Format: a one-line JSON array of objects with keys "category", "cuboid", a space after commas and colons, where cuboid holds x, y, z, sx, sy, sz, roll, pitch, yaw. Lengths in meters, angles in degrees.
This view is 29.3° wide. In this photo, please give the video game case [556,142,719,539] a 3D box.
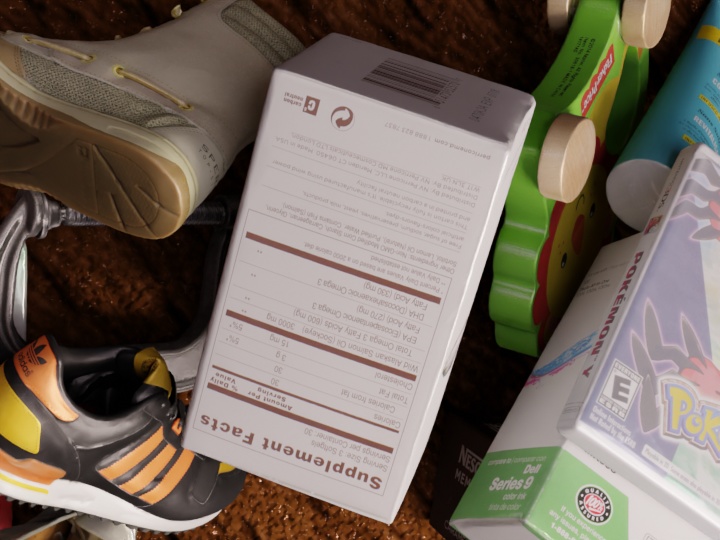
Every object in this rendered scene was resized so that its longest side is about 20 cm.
[{"category": "video game case", "cuboid": [0.219, 0.059, 0.742, 0.200, 0.023, 0.183, 34, 67, -14]}]

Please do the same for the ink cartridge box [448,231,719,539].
[{"category": "ink cartridge box", "cuboid": [0.166, 0.096, 0.771, 0.145, 0.087, 0.200, 38, 65, -13]}]

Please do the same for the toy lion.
[{"category": "toy lion", "cuboid": [0.126, -0.055, 0.820, 0.200, 0.068, 0.192, -59, 150, -29]}]

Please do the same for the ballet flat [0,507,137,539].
[{"category": "ballet flat", "cuboid": [-0.159, 0.160, 0.724, 0.200, 0.063, 0.068, -11, 104, -64]}]

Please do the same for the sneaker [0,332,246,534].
[{"category": "sneaker", "cuboid": [-0.117, 0.084, 0.739, 0.090, 0.070, 0.200, -46, 143, 20]}]

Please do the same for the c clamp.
[{"category": "c clamp", "cuboid": [-0.124, -0.009, 0.762, 0.199, 0.027, 0.172, -9, 113, -38]}]

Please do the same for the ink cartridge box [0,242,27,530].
[{"category": "ink cartridge box", "cuboid": [-0.264, 0.078, 0.740, 0.160, 0.050, 0.201, -1, 99, -20]}]

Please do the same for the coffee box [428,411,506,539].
[{"category": "coffee box", "cuboid": [0.159, 0.151, 0.875, 0.199, 0.114, 0.080, 8, 97, -22]}]

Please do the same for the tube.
[{"category": "tube", "cuboid": [0.207, -0.097, 0.844, 0.200, 0.050, 0.078, -52, 123, -42]}]

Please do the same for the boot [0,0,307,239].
[{"category": "boot", "cuboid": [-0.132, -0.104, 0.729, 0.155, 0.199, 0.072, -45, 153, -43]}]

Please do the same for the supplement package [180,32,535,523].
[{"category": "supplement package", "cuboid": [0.000, 0.000, 0.691, 0.117, 0.117, 0.201, 19, 112, 6]}]
